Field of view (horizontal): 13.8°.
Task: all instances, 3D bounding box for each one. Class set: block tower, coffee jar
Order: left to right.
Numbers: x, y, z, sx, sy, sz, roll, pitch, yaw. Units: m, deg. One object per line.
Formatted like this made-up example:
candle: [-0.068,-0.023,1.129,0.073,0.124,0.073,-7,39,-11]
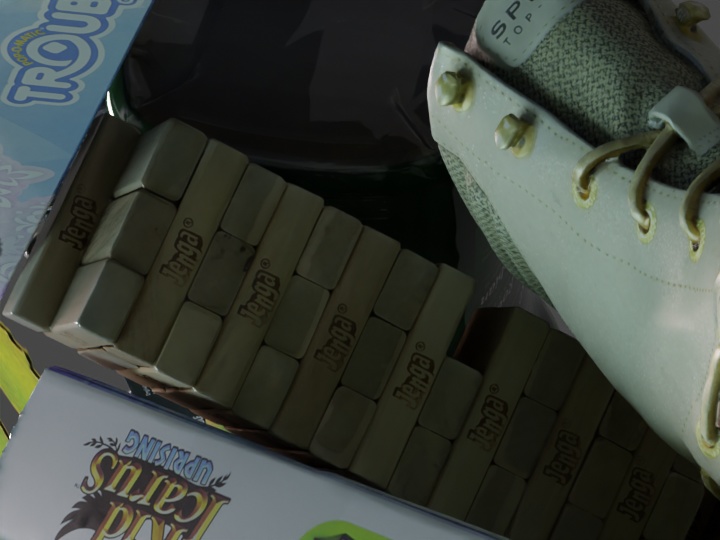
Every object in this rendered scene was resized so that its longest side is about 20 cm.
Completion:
coffee jar: [0.000,0.000,0.800,0.104,0.086,0.200,8,146,15]
block tower: [0.019,0.031,0.693,0.199,0.054,0.058,27,171,-12]

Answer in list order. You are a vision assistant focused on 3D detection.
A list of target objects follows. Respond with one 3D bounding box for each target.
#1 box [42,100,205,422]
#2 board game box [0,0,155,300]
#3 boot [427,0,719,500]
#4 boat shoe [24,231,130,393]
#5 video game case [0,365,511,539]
box: [-0.060,-0.024,0.957,0.200,0.043,0.161,69,-173,-51]
board game box: [-0.078,-0.119,0.660,0.200,0.043,0.200,129,144,-61]
boot: [0.071,-0.020,0.582,0.155,0.072,0.200,53,166,35]
boat shoe: [-0.067,0.054,1.250,0.200,0.067,0.072,56,165,8]
video game case: [0.038,0.096,0.683,0.200,0.046,0.181,31,171,-40]
